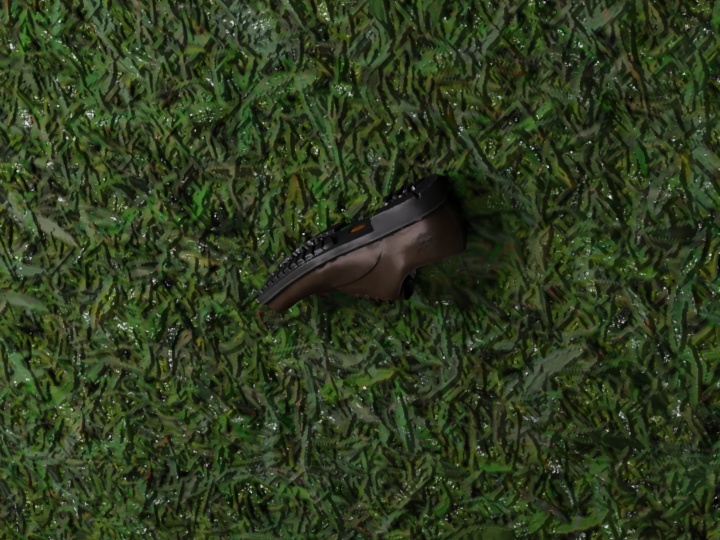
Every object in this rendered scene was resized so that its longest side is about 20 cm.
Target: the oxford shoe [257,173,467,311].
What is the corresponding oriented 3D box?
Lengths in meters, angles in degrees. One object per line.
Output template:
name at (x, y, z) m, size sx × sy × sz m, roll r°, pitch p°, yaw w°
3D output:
oxford shoe at (0.000, 0.000, 1.634) m, size 0.199 × 0.073 × 0.085 m, roll -24°, pitch 105°, yaw 31°
